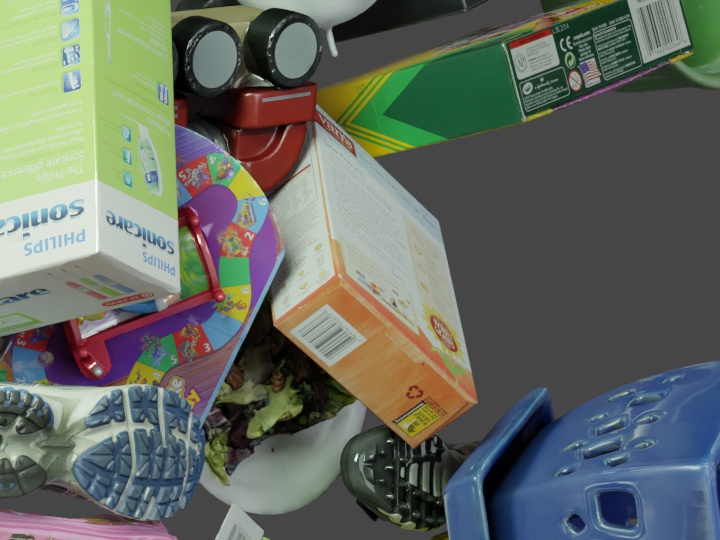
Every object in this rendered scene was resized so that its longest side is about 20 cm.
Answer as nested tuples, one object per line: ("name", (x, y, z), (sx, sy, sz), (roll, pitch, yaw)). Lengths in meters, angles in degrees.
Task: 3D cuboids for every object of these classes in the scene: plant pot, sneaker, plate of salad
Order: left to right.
("sneaker", (-0.173, 0.091, 1.557), (0.200, 0.085, 0.077), (14, 88, -44))
("plate of salad", (-0.056, 0.053, 1.745), (0.200, 0.048, 0.200), (10, 77, -47))
("sneaker", (0.024, 0.135, 1.779), (0.200, 0.090, 0.067), (13, 76, -61))
("plant pot", (0.161, 0.177, 1.730), (0.200, 0.180, 0.200), (-43, 127, -65))

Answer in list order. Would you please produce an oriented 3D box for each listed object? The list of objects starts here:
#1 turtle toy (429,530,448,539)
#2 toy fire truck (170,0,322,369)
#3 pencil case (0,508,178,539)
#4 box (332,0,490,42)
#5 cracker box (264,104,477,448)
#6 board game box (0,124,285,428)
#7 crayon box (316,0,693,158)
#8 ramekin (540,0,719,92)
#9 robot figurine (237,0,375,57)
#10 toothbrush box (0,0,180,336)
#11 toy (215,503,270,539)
("turtle toy", (0.017, 0.247, 1.735), (0.200, 0.101, 0.146), (-21, 106, -69))
("toy fire truck", (-0.105, -0.057, 1.676), (0.176, 0.129, 0.200), (-11, 111, -43))
("pencil case", (-0.188, 0.168, 1.549), (0.200, 0.086, 0.083), (14, 79, -47))
("box", (0.023, -0.266, 1.832), (0.106, 0.122, 0.200), (-31, 105, -47))
("cracker box", (0.000, 0.000, 1.732), (0.134, 0.058, 0.200), (43, 21, -29))
("board game box", (-0.132, 0.015, 1.588), (0.158, 0.039, 0.200), (25, 95, -18))
("crayon box", (0.094, -0.132, 1.849), (0.200, 0.172, 0.058), (-24, 101, -47))
("ramekin", (0.217, -0.226, 2.056), (0.200, 0.098, 0.200), (10, 76, -46))
("robot figurine", (-0.034, -0.237, 1.739), (0.113, 0.170, 0.200), (-9, 119, -16))
("toothbrush box", (-0.183, -0.076, 1.527), (0.086, 0.146, 0.200), (30, 52, -56))
("toy", (-0.106, 0.245, 1.646), (0.200, 0.047, 0.115), (-61, 143, -18))
